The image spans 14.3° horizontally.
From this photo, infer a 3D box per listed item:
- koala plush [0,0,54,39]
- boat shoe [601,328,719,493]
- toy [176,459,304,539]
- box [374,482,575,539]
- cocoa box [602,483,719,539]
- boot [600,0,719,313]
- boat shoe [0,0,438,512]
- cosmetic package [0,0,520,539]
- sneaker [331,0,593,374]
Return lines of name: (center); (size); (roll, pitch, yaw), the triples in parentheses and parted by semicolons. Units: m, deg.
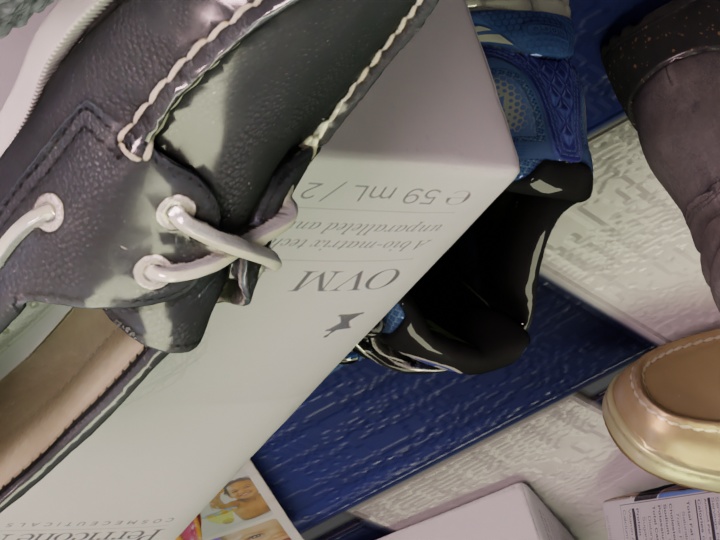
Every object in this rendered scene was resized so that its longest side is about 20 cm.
koala plush: (-0.039, -0.145, 0.490); (0.200, 0.184, 0.177); (-25, 155, -10)
boat shoe: (0.184, 0.032, 1.042); (0.200, 0.072, 0.065); (-5, 137, -18)
toy: (-0.091, 0.096, 1.017); (0.115, 0.047, 0.200); (-21, 153, 3)
box: (0.042, 0.190, 1.206); (0.152, 0.107, 0.200); (-23, 152, 11)
cocoa box: (0.218, 0.131, 1.122); (0.200, 0.134, 0.131); (-9, 175, -20)
boot: (0.146, 0.005, 0.894); (0.070, 0.132, 0.200); (-33, 149, 26)
boat shoe: (-0.046, -0.008, 0.573); (0.076, 0.060, 0.200); (2, 146, -45)
cosmetic package: (-0.105, -0.023, 0.711); (0.199, 0.123, 0.200); (2, 148, -33)
sneaker: (0.000, 0.000, 0.847); (0.078, 0.089, 0.200); (4, 146, -33)
